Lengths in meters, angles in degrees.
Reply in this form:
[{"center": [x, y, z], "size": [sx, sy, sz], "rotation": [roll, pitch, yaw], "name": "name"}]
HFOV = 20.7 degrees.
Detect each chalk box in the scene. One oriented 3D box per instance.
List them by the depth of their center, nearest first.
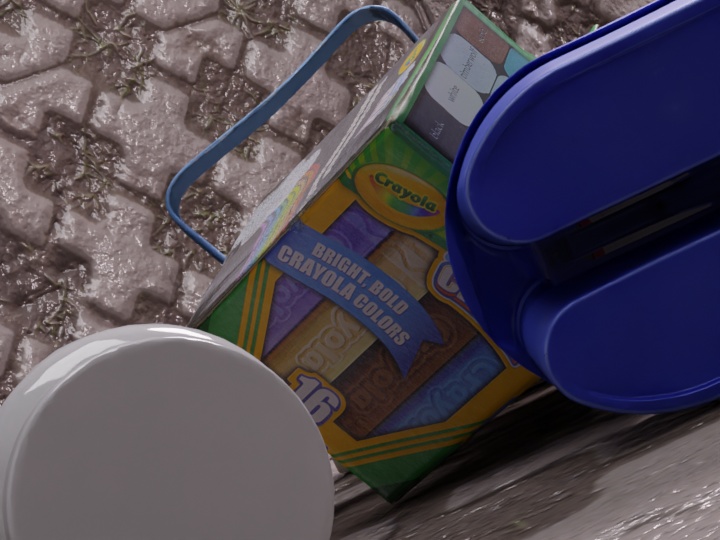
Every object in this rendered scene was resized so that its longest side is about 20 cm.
[{"center": [0.042, -0.021, 0.849], "size": [0.200, 0.124, 0.124], "rotation": [-43, 11, 35], "name": "chalk box"}]

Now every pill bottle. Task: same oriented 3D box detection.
[{"center": [-0.074, 0.077, 0.658], "size": [0.114, 0.114, 0.200], "rotation": [-25, -1, -13], "name": "pill bottle"}]

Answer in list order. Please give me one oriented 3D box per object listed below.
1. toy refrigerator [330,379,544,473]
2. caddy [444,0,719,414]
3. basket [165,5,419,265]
[{"center": [0.065, 0.045, 1.186], "size": [0.200, 0.076, 0.070], "rotation": [-25, -1, 10], "name": "toy refrigerator"}, {"center": [0.127, -0.030, 0.726], "size": [0.200, 0.141, 0.105], "rotation": [-25, 4, 7], "name": "caddy"}, {"center": [0.007, -0.036, 1.112], "size": [0.176, 0.200, 0.139], "rotation": [-43, -21, -2], "name": "basket"}]
